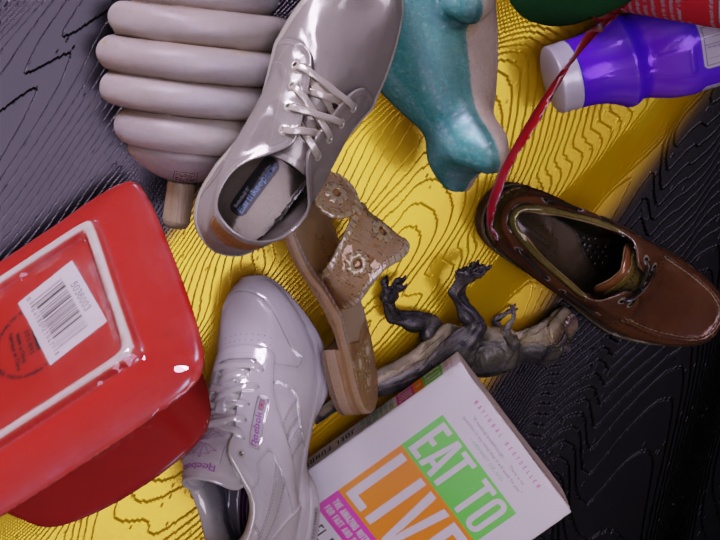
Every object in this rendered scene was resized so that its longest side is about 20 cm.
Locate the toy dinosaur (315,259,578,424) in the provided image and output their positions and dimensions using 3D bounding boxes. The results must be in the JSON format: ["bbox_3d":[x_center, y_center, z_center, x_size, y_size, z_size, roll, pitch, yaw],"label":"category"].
[{"bbox_3d":[0.057,0.043,1.270,0.199,0.047,0.089,-15,108,-7],"label":"toy dinosaur"}]

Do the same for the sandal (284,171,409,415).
[{"bbox_3d":[0.001,-0.003,1.192,0.069,0.078,0.213,-5,118,17],"label":"sandal"}]

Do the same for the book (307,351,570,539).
[{"bbox_3d":[0.025,0.166,1.270,0.200,0.048,0.134,-37,103,6],"label":"book"}]

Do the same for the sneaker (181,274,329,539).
[{"bbox_3d":[-0.071,0.100,1.203,0.099,0.075,0.201,11,73,-55],"label":"sneaker"}]

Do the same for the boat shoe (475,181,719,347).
[{"bbox_3d":[0.173,0.005,1.276,0.199,0.068,0.072,23,91,-15],"label":"boat shoe"}]

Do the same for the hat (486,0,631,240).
[{"bbox_3d":[0.125,-0.168,1.137,0.199,0.176,0.166,-27,61,-30],"label":"hat"}]

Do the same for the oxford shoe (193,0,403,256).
[{"bbox_3d":[-0.031,-0.094,1.102,0.075,0.058,0.201,32,90,-18],"label":"oxford shoe"}]

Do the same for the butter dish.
[{"bbox_3d":[-0.172,0.081,1.170,0.199,0.200,0.148,-33,134,6],"label":"butter dish"}]

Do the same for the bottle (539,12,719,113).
[{"bbox_3d":[0.222,-0.156,1.256,0.199,0.084,0.066,-16,114,-9],"label":"bottle"}]

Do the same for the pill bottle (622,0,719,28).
[{"bbox_3d":[0.190,-0.221,1.193,0.199,0.112,0.113,12,96,17],"label":"pill bottle"}]

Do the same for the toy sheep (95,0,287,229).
[{"bbox_3d":[-0.105,-0.127,1.163,0.137,0.138,0.201,0,98,-12],"label":"toy sheep"}]

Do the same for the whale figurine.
[{"bbox_3d":[0.031,-0.147,1.176,0.103,0.159,0.201,-14,86,-23],"label":"whale figurine"}]
